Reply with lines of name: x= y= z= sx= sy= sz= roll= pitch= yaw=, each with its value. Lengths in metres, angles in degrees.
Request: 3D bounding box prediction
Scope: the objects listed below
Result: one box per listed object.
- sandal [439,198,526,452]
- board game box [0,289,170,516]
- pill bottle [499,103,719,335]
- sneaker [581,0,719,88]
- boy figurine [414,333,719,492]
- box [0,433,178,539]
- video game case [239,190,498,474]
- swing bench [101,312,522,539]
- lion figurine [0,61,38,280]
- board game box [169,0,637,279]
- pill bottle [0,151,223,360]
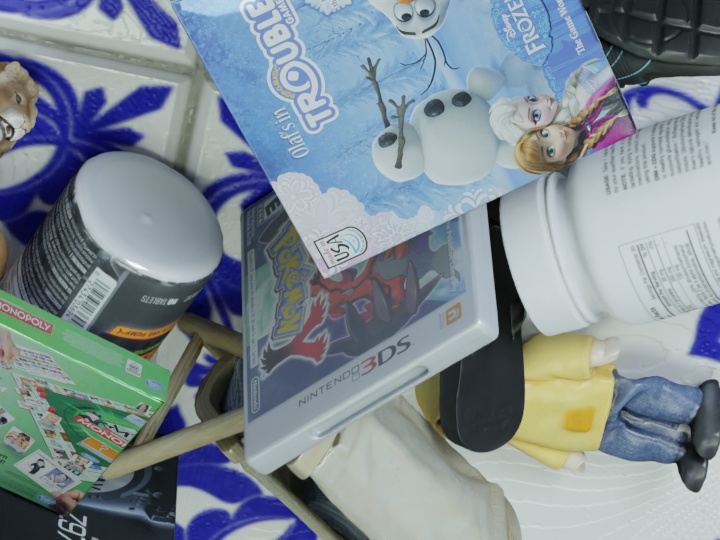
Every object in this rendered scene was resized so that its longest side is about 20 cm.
sandal: x=0.079 y=0.016 z=1.610 sx=0.076 sy=0.043 sz=0.202 roll=-22 pitch=113 yaw=-31
board game box: x=-0.234 y=0.067 z=1.593 sx=0.199 sy=0.029 sz=0.135 roll=27 pitch=130 yaw=-18
pill bottle: x=0.191 y=-0.033 z=1.559 sx=0.199 sy=0.114 sz=0.114 roll=-16 pitch=128 yaw=18
sneaker: x=0.130 y=-0.138 z=1.511 sx=0.198 sy=0.076 sz=0.080 roll=8 pitch=146 yaw=6
boy figurine: x=0.135 y=0.086 z=1.702 sx=0.198 sy=0.065 sz=0.125 roll=11 pitch=135 yaw=-8
box: x=-0.200 y=0.156 z=1.695 sx=0.159 sy=0.200 sz=0.044 roll=22 pitch=118 yaw=-14
video game case: x=0.000 y=0.000 z=1.544 sx=0.182 sy=0.201 sz=0.023 roll=-32 pitch=131 yaw=28
swing bench: x=-0.018 y=0.131 z=1.661 sx=0.199 sy=0.130 sz=0.199 roll=-5 pitch=138 yaw=45
lion figurine: x=-0.249 y=-0.035 z=1.607 sx=0.072 sy=0.122 sz=0.201 roll=36 pitch=144 yaw=21
board game box: x=0.025 y=-0.118 z=1.423 sx=0.198 sy=0.043 sz=0.201 roll=-25 pitch=124 yaw=8
pill bottle: x=-0.176 y=0.026 z=1.645 sx=0.106 sy=0.107 sz=0.200 roll=25 pitch=129 yaw=-17
